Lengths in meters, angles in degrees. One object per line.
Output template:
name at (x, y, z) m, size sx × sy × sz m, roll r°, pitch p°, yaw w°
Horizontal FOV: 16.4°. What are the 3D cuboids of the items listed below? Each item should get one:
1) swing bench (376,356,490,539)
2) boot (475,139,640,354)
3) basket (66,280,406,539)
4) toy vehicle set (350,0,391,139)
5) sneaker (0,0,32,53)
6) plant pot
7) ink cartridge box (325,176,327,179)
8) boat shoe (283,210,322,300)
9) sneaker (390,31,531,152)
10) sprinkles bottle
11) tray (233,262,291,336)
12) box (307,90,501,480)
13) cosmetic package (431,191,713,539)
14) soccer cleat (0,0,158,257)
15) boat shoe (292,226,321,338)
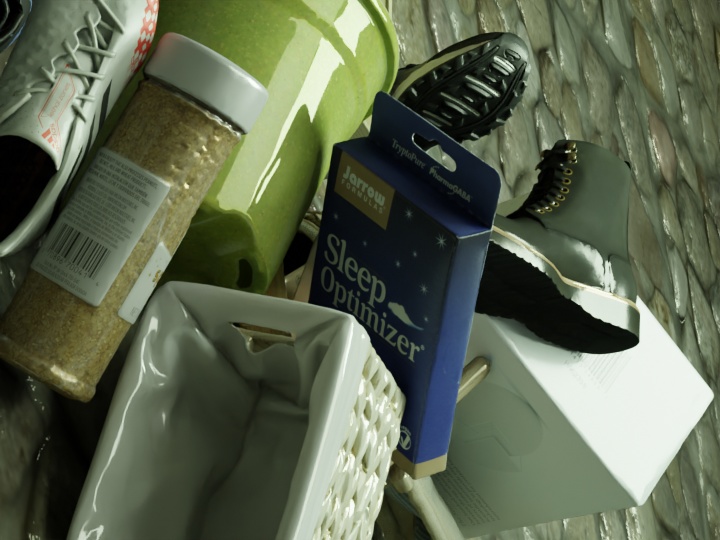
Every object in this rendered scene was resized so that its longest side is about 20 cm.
swing bench at (0.028, 0.193, 1.686) m, size 0.200 × 0.129 × 0.199 m, roll -54°, pitch 131°, yaw -38°
boot at (0.110, -0.040, 1.632) m, size 0.200 × 0.077 × 0.139 m, roll 31°, pitch 55°, yaw -47°
basket at (-0.066, 0.125, 1.405) m, size 0.123 × 0.135 × 0.201 m, roll 45°, pitch 58°, yaw -60°
toy vehicle set at (-0.014, -0.184, 1.738) m, size 0.124 × 0.026 × 0.201 m, roll 56°, pitch 27°, yaw -46°
sneaker at (-0.210, -0.142, 1.352) m, size 0.200 × 0.078 × 0.070 m, roll -46°, pitch 119°, yaw -67°
plant pot at (-0.093, -0.079, 1.501) m, size 0.201 × 0.200 × 0.185 m, roll 57°, pitch 38°, yaw -42°
ink cartridge box at (-0.070, -0.174, 1.743) m, size 0.145 × 0.083 × 0.201 m, roll -76°, pitch 146°, yaw -54°
boat shoe at (-0.030, -0.012, 1.767) m, size 0.065 × 0.072 × 0.200 m, roll 69°, pitch 27°, yaw -22°
sneaker at (0.048, -0.125, 1.795) m, size 0.074 × 0.200 × 0.080 m, roll 30°, pitch 52°, yaw -24°
sprinkles bottle at (-0.127, -0.029, 1.362) m, size 0.201 × 0.068 × 0.068 m, roll -60°, pitch 150°, yaw -4°
tray at (-0.061, 0.076, 1.578) m, size 0.099 × 0.037 × 0.201 m, roll 93°, pitch -10°, yaw -50°
box at (0.020, 0.007, 1.468) m, size 0.032 × 0.121 × 0.201 m, roll -13°, pitch 126°, yaw -36°
cosmetic package at (0.103, 0.070, 1.769) m, size 0.200 × 0.200 × 0.123 m, roll 51°, pitch 54°, yaw -16°
soccer cleat at (-0.161, -0.096, 1.336) m, size 0.201 × 0.068 × 0.085 m, roll -63°, pitch -173°, yaw 10°
boat shoe at (0.000, 0.000, 1.596) m, size 0.200 × 0.066 × 0.070 m, roll 111°, pitch 2°, yaw -55°
